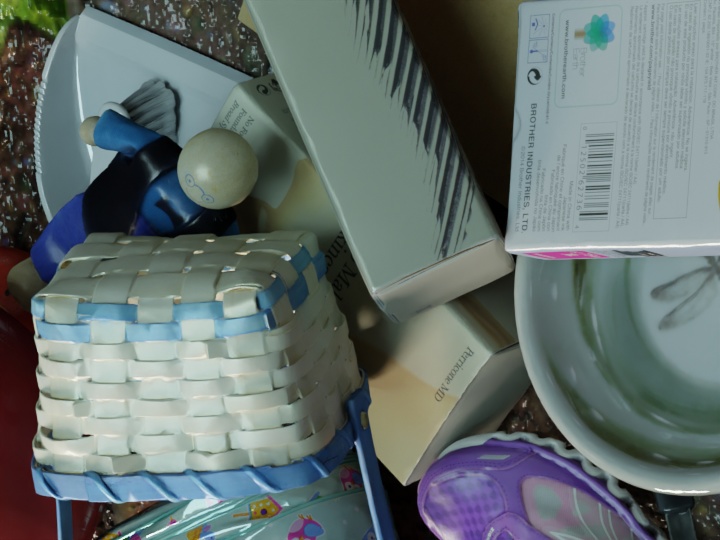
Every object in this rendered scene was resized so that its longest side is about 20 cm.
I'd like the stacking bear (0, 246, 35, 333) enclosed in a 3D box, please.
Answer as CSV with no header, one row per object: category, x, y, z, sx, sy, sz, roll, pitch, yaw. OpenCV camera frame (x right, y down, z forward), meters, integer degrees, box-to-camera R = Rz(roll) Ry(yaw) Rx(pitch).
stacking bear,-0.215,0.084,1.663,0.121,0.114,0.201,7,96,8

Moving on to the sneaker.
sneaker,0.108,0.152,1.404,0.200,0.088,0.081,32,123,16

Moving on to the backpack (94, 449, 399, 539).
backpack,-0.067,0.173,1.535,0.200,0.167,0.127,-30,83,33

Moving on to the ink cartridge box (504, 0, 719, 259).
ink cartridge box,0.157,-0.067,1.302,0.200,0.042,0.120,-2,81,41

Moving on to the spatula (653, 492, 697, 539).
spatula,0.152,0.125,1.371,0.056,0.021,0.201,-12,58,3

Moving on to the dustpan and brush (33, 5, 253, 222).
dustpan and brush,-0.136,-0.027,1.594,0.139,0.057,0.201,25,117,32

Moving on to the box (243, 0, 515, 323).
box,0.002,-0.082,1.394,0.068,0.082,0.201,-25,77,4

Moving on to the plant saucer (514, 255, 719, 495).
plant saucer,0.165,0.005,1.341,0.200,0.050,0.201,-7,78,38

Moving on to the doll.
doll,-0.105,-0.017,1.484,0.137,0.048,0.200,50,140,1

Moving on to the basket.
basket,-0.072,0.083,1.415,0.176,0.139,0.201,0,107,15

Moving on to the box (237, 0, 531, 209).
box,0.035,-0.147,1.444,0.200,0.021,0.164,36,122,27

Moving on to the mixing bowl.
mixing bowl,-0.199,0.115,1.531,0.108,0.200,0.200,23,127,-17

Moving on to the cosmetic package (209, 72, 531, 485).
cosmetic package,0.000,0.000,1.482,0.200,0.071,0.105,46,127,21
